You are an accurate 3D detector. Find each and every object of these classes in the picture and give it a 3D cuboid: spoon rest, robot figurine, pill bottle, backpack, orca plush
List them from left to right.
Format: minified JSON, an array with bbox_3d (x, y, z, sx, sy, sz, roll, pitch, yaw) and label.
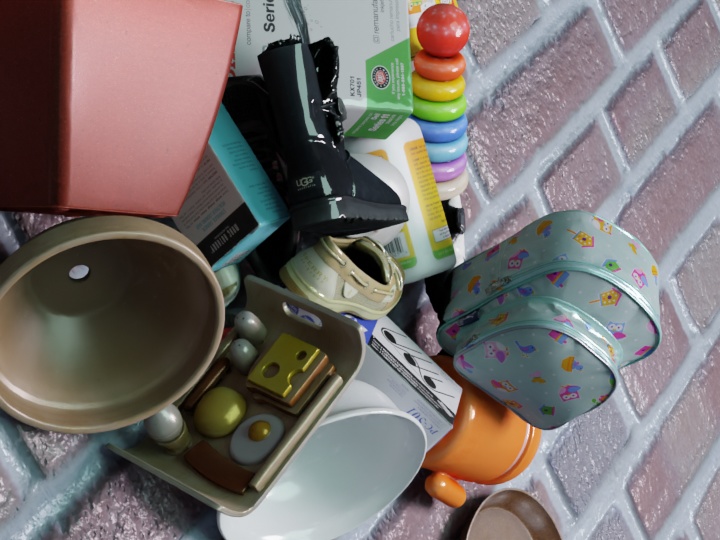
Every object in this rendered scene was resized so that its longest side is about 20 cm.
[{"bbox_3d":[-0.048,-0.074,1.701,0.199,0.061,0.100,13,110,-19],"label":"spoon rest"},{"bbox_3d":[0.018,-0.086,1.791,0.111,0.111,0.201,-19,94,-52],"label":"pill bottle"},{"bbox_3d":[0.071,-0.003,1.894,0.105,0.071,0.201,121,-33,-81],"label":"orca plush"},{"bbox_3d":[0.105,0.155,1.828,0.200,0.116,0.144,22,47,-45],"label":"robot figurine"},{"bbox_3d":[0.190,0.045,1.738,0.176,0.200,0.154,37,34,-23],"label":"backpack"}]

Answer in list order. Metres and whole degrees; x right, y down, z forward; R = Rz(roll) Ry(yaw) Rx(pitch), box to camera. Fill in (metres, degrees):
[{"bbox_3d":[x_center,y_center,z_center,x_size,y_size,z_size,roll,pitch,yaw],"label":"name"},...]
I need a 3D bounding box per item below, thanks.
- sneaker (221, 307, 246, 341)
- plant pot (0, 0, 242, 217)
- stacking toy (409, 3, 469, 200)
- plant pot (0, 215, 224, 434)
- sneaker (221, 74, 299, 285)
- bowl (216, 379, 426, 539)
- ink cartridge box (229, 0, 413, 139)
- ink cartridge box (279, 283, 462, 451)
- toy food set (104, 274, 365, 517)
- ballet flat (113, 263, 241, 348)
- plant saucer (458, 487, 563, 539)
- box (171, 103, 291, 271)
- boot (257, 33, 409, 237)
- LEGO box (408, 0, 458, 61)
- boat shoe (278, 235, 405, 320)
[{"bbox_3d":[-0.068,0.085,1.684,0.200,0.079,0.096,39,28,-35],"label":"sneaker"},{"bbox_3d":[-0.233,-0.133,1.445,0.199,0.199,0.177,3,90,-51],"label":"plant pot"},{"bbox_3d":[0.076,-0.175,1.844,0.085,0.085,0.201,-39,141,-49],"label":"stacking toy"},{"bbox_3d":[-0.216,0.026,1.447,0.201,0.201,0.093,37,15,-39],"label":"plant pot"},{"bbox_3d":[-0.086,-0.078,1.608,0.086,0.080,0.201,-118,-169,-63],"label":"sneaker"},{"bbox_3d":[-0.049,0.158,1.608,0.201,0.201,0.091,19,33,-47],"label":"bowl"},{"bbox_3d":[-0.059,-0.208,1.685,0.199,0.083,0.147,2,75,-19],"label":"ink cartridge box"},{"bbox_3d":[0.007,0.073,1.677,0.200,0.044,0.094,44,19,-6],"label":"ink cartridge box"},{"bbox_3d":[-0.104,0.101,1.513,0.200,0.143,0.061,-52,139,-20],"label":"toy food set"},{"bbox_3d":[-0.147,0.023,1.587,0.200,0.070,0.068,-41,110,-49],"label":"ballet flat"},{"bbox_3d":[0.156,0.331,1.903,0.200,0.034,0.201,18,67,-48],"label":"plant saucer"},{"bbox_3d":[-0.147,-0.105,1.566,0.049,0.082,0.201,-21,76,-52],"label":"box"},{"bbox_3d":[-0.023,-0.119,1.599,0.200,0.076,0.169,5,74,-69],"label":"boot"},{"bbox_3d":[0.012,-0.282,1.869,0.200,0.077,0.150,-27,101,-51],"label":"LEGO box"},{"bbox_3d":[-0.002,-0.002,1.643,0.073,0.063,0.200,52,20,19],"label":"boat shoe"}]
